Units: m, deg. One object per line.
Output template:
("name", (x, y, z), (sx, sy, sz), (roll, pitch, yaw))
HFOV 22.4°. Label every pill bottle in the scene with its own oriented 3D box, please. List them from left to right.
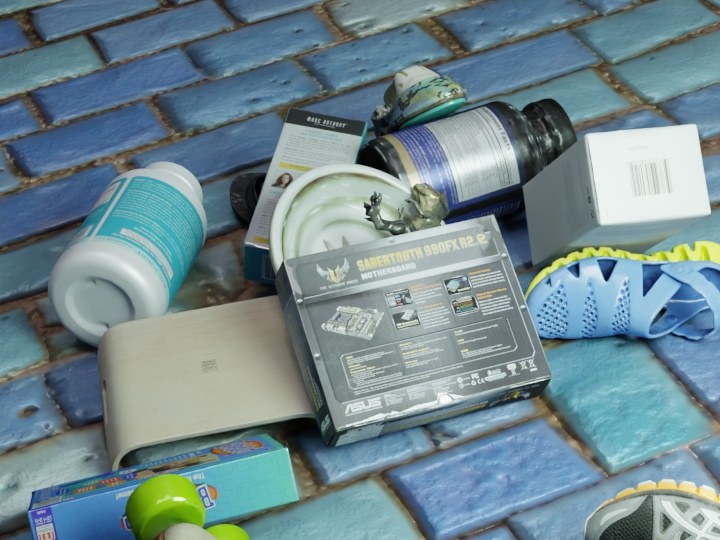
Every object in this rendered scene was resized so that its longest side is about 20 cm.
("pill bottle", (-0.212, -0.023, 1.730), (0.110, 0.111, 0.200), (3, 35, 15))
("pill bottle", (0.109, -0.101, 1.786), (0.199, 0.112, 0.112), (-18, 35, -17))

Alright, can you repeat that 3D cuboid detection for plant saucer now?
("plant saucer", (0.000, 0.000, 1.655), (0.199, 0.050, 0.201), (14, 57, -23))

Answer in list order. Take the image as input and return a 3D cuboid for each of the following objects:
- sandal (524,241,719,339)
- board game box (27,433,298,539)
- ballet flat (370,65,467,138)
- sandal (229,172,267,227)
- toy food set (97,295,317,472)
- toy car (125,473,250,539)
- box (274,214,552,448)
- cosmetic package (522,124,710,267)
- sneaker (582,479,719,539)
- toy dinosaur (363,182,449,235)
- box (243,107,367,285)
("sandal", (0.242, 0.027, 1.606), (0.199, 0.080, 0.087), (-10, 37, -2))
("board game box", (-0.156, 0.175, 1.419), (0.199, 0.045, 0.152), (-14, 1, -8))
("ballet flat", (0.051, -0.169, 1.840), (0.074, 0.075, 0.200), (-21, -6, -20))
("sandal", (-0.074, -0.058, 1.813), (0.075, 0.048, 0.201), (-19, 36, -17))
("toy food set", (-0.128, 0.103, 1.586), (0.199, 0.061, 0.144), (-11, 45, -3))
("toy car", (-0.155, 0.277, 1.283), (0.200, 0.158, 0.165), (-35, 46, 3))
("box", (0.044, 0.050, 1.545), (0.199, 0.048, 0.159), (-13, 68, -17))
("cosmetic package", (0.224, -0.063, 1.629), (0.107, 0.085, 0.200), (-6, -8, -13))
("sneaker", (0.259, 0.210, 1.330), (0.199, 0.079, 0.077), (4, 44, 19))
("toy dinosaur", (0.033, -0.014, 1.624), (0.088, 0.047, 0.201), (27, 55, -23))
("box", (-0.052, -0.070, 1.764), (0.082, 0.049, 0.201), (11, 46, 5))
